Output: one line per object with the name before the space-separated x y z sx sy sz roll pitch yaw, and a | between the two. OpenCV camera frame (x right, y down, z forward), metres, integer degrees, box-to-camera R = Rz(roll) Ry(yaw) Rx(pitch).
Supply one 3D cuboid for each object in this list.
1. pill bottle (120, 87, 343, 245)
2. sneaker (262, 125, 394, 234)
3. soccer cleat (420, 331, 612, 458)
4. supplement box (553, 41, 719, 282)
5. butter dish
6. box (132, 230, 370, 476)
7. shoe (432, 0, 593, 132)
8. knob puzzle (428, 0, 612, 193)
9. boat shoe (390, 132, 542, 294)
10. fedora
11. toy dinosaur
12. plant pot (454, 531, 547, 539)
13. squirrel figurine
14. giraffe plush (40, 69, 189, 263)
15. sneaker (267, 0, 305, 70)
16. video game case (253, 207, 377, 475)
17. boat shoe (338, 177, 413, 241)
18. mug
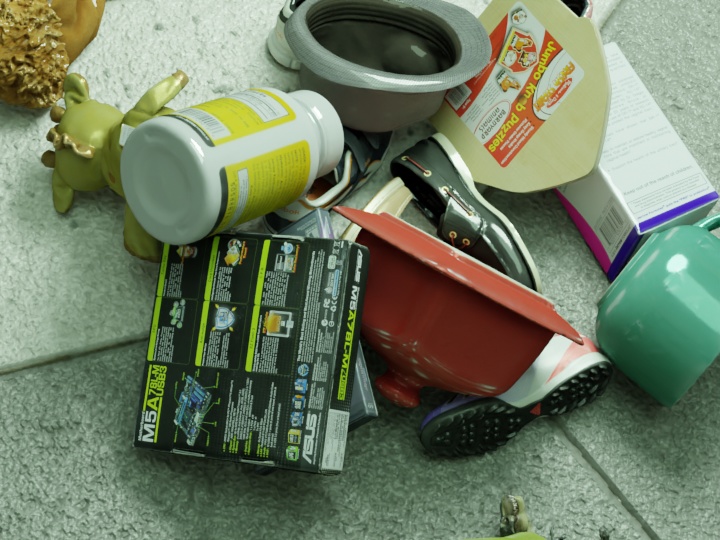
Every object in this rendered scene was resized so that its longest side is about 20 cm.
pill bottle | -0.106 -0.100 1.516 0.111 0.112 0.199 48 40 16
sneaker | -0.023 -0.115 1.671 0.078 0.080 0.201 29 60 8
soccer cleat | 0.135 0.111 1.592 0.199 0.069 0.073 -22 48 -18
supplement box | 0.249 -0.109 1.700 0.103 0.101 0.201 -23 68 -20
butter dish | 0.062 0.051 1.529 0.199 0.200 0.149 25 93 -36
box | -0.096 0.068 1.491 0.192 0.047 0.202 3 82 29
shoe | 0.154 -0.215 1.745 0.200 0.091 0.072 -35 73 -24
knob puzzle | 0.167 -0.163 1.660 0.030 0.219 0.221 5 51 -54
boat shoe | 0.102 -0.042 1.658 0.063 0.074 0.202 -29 67 -17
fedora | 0.021 -0.195 1.662 0.198 0.091 0.177 0 40 -16
toy dinosaur | 0.196 0.280 1.516 0.088 0.048 0.201 -26 69 -6
plant pot | 0.082 0.306 1.414 0.192 0.201 0.201 -14 65 -30
squirrel figurine | -0.317 -0.262 1.635 0.140 0.187 0.201 5 61 -7
giraffe plush | -0.216 -0.101 1.602 0.161 0.200 0.174 13 71 36
sneaker | 0.008 -0.249 1.747 0.198 0.080 0.074 -7 61 -15
video game case | -0.062 0.064 1.538 0.019 0.142 0.201 14 54 -47
boat shoe | 0.000 0.000 1.622 0.069 0.074 0.200 36 64 -2
mug | 0.299 0.025 1.609 0.114 0.152 0.185 39 50 8
